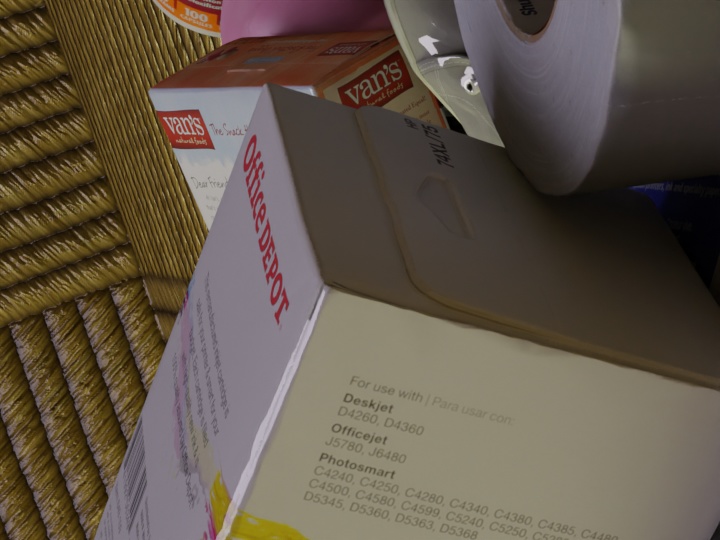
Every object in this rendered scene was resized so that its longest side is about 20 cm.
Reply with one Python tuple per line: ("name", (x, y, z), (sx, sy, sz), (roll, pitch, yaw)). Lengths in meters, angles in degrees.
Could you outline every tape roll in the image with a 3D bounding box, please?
("tape roll", (0.075, -0.126, 0.618), (0.200, 0.066, 0.202), (172, 90, -80))

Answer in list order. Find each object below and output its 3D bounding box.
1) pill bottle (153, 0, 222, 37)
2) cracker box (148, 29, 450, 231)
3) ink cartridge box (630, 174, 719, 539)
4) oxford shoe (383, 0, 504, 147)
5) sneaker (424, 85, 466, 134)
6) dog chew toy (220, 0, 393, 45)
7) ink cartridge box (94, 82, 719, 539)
("pill bottle", (-0.069, -0.215, 1.105), (0.200, 0.112, 0.114), (106, 142, -71))
("cracker box", (0.000, 0.000, 0.860), (0.134, 0.058, 0.201), (8, 126, 56))
("ink cartridge box", (0.126, 0.011, 0.651), (0.198, 0.047, 0.201), (-163, 89, -74))
("oxford shoe", (0.066, -0.065, 0.752), (0.201, 0.075, 0.058), (65, 172, -22))
("sneaker", (0.046, -0.138, 0.845), (0.116, 0.075, 0.201), (-123, 25, -70))
("dog chew toy", (0.021, -0.081, 0.924), (0.200, 0.124, 0.125), (53, 162, 31))
("ink cartridge box", (0.010, 0.071, 0.650), (0.147, 0.145, 0.201), (-107, 36, -62))
